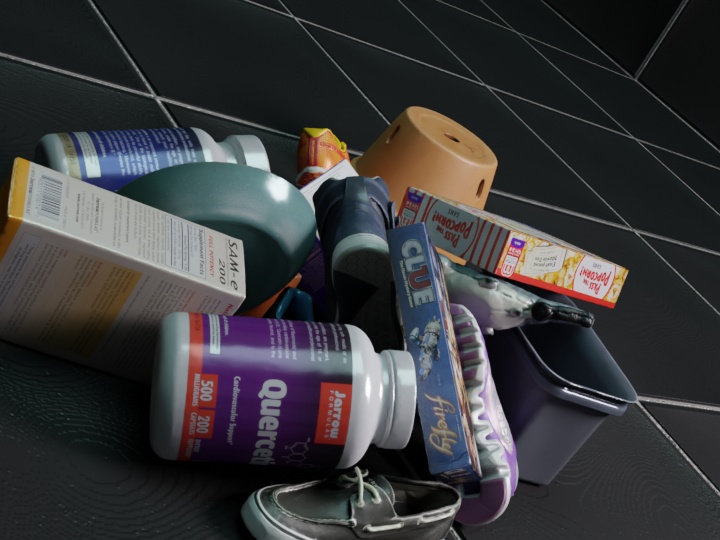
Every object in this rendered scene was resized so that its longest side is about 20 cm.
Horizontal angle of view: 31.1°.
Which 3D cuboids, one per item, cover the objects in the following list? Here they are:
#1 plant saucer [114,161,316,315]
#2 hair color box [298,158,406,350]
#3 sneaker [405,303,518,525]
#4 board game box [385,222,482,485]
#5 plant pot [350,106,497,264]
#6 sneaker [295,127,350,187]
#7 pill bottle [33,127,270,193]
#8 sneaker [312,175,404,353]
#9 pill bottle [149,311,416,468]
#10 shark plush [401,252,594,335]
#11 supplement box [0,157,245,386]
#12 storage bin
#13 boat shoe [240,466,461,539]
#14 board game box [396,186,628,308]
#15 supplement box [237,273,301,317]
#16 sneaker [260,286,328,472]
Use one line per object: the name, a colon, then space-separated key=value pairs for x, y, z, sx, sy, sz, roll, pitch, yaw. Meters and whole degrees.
plant saucer: x=-0.133 y=-0.013 z=1.114 sx=0.198 sy=0.200 sz=0.036 roll=17 pitch=45 yaw=-31
hair color box: x=0.000 y=0.000 z=1.299 sx=0.201 sy=0.065 sz=0.109 roll=53 pitch=41 yaw=-1
sneaker: x=0.100 y=0.132 z=1.191 sx=0.088 sy=0.080 sz=0.202 roll=14 pitch=61 yaw=-62
board game box: x=0.064 y=0.074 z=1.092 sx=0.136 sy=0.034 sz=0.202 roll=53 pitch=26 yaw=-74
plant pot: x=0.083 y=-0.116 z=1.663 sx=0.199 sy=0.141 sz=0.201 roll=26 pitch=22 yaw=-11
sneaker: x=-0.030 y=-0.116 z=1.524 sx=0.072 sy=0.078 sz=0.200 roll=3 pitch=-12 yaw=6
pill bottle: x=-0.187 y=-0.070 z=1.171 sx=0.198 sy=0.117 sz=0.116 roll=-6 pitch=38 yaw=-23
sneaker: x=-0.003 y=0.006 z=1.206 sx=0.076 sy=0.204 sz=0.147 roll=-3 pitch=43 yaw=-8
pill bottle: x=-0.061 y=0.095 z=1.005 sx=0.198 sy=0.113 sz=0.113 roll=5 pitch=29 yaw=-11
shark plush: x=0.123 y=0.013 z=1.233 sx=0.198 sy=0.092 sz=0.083 roll=1 pitch=18 yaw=24
supplement box: x=-0.206 y=0.008 z=1.033 sx=0.198 sy=0.126 sz=0.074 roll=21 pitch=36 yaw=-26
storage bin: x=0.171 y=0.113 z=1.309 sx=0.144 sy=0.135 sz=0.201 roll=18 pitch=26 yaw=-29
boat shoe: x=-0.004 y=0.185 z=1.023 sx=0.199 sy=0.064 sz=0.071 roll=11 pitch=30 yaw=-41
board game box: x=0.154 y=-0.024 z=1.315 sx=0.199 sy=0.047 sz=0.151 roll=15 pitch=9 yaw=-43
supplement box: x=-0.150 y=-0.032 z=1.283 sx=0.200 sy=0.067 sz=0.069 roll=44 pitch=25 yaw=26
sneaker: x=-0.060 y=0.091 z=1.123 sx=0.073 sy=0.082 sz=0.201 roll=19 pitch=26 yaw=-29
